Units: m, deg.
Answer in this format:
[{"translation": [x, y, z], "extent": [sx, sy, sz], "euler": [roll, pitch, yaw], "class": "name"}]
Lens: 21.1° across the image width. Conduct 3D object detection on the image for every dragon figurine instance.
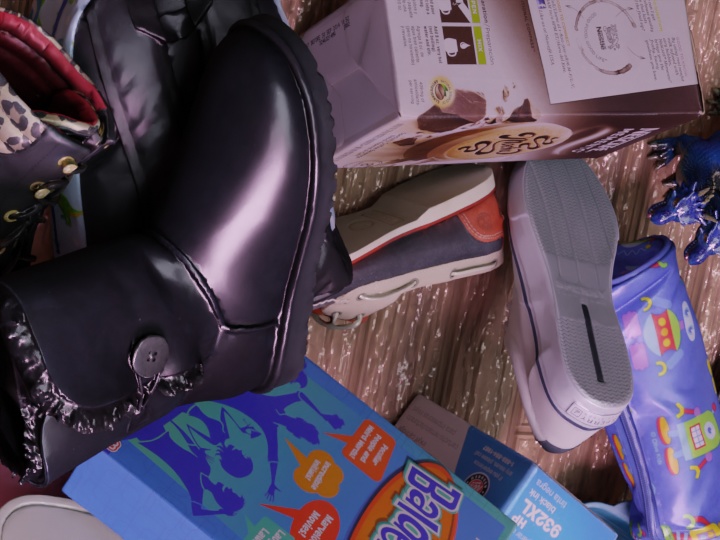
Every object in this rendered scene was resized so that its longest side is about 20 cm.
[{"translation": [0.249, -0.074, 1.213], "extent": [0.199, 0.099, 0.059], "euler": [-33, 118, -17], "class": "dragon figurine"}]

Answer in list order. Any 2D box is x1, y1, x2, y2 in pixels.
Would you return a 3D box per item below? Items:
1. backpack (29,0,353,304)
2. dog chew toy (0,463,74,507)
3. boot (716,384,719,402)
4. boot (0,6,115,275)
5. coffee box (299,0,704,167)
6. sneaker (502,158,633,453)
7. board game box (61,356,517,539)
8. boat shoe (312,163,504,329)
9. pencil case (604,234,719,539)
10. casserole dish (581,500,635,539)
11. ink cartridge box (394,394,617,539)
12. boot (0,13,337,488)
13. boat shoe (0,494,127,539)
[{"translation": [-0.100, -0.079, 1.004], "extent": [0.162, 0.154, 0.201], "euler": [-17, 127, -14], "class": "backpack"}, {"translation": [-0.121, 0.126, 1.056], "extent": [0.199, 0.124, 0.125], "euler": [27, 90, -24], "class": "dog chew toy"}, {"translation": [0.326, 0.066, 1.313], "extent": [0.181, 0.073, 0.201], "euler": [18, 88, -18], "class": "boot"}, {"translation": [-0.168, -0.013, 0.939], "extent": [0.204, 0.153, 0.073], "euler": [52, 33, -5], "class": "boot"}, {"translation": [0.078, -0.110, 1.088], "extent": [0.199, 0.113, 0.080], "euler": [-4, 81, -28], "class": "coffee box"}, {"translation": [0.110, 0.014, 1.141], "extent": [0.073, 0.201, 0.071], "euler": [18, 139, -22], "class": "sneaker"}, {"translation": [-0.032, 0.123, 0.999], "extent": [0.200, 0.152, 0.045], "euler": [38, 128, 2], "class": "board game box"}, {"translation": [0.000, 0.000, 1.116], "extent": [0.199, 0.071, 0.063], "euler": [-24, 117, -26], "class": "boat shoe"}, {"translation": [0.182, 0.078, 1.210], "extent": [0.087, 0.078, 0.201], "euler": [-27, 104, -38], "class": "pencil case"}, {"translation": [0.126, 0.236, 1.269], "extent": [0.121, 0.039, 0.201], "euler": [35, 86, -32], "class": "casserole dish"}, {"translation": [0.033, 0.192, 1.140], "extent": [0.084, 0.145, 0.200], "euler": [40, 83, -31], "class": "ink cartridge box"}, {"translation": [-0.098, -0.007, 0.893], "extent": [0.168, 0.076, 0.201], "euler": [-19, 127, -40], "class": "boot"}, {"translation": [-0.103, 0.169, 0.991], "extent": [0.199, 0.062, 0.073], "euler": [20, 50, -19], "class": "boat shoe"}]
